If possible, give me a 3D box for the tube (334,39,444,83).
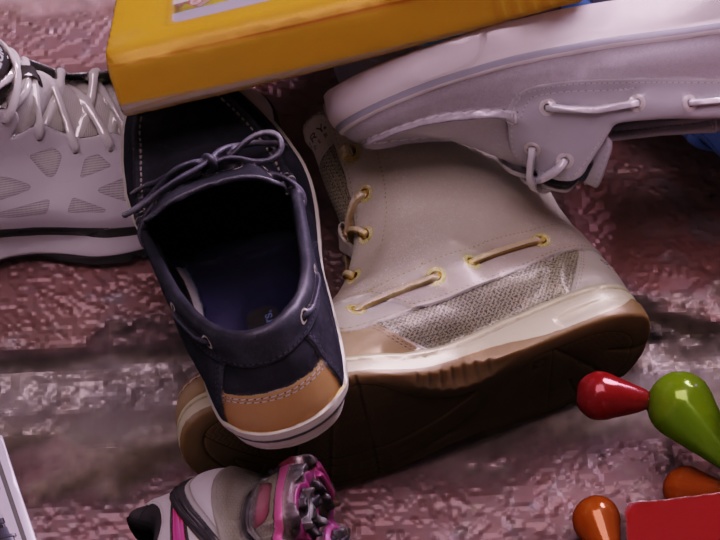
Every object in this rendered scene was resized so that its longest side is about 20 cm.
[{"bbox_3d":[0.032,-0.158,1.214,0.077,0.051,0.201,13,49,2],"label":"tube"}]

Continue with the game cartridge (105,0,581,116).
[{"bbox_3d":[-0.004,-0.128,1.096,0.198,0.033,0.177,-15,22,4],"label":"game cartridge"}]

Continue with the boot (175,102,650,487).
[{"bbox_3d":[0.000,0.000,1.076,0.199,0.072,0.155,-15,55,-16],"label":"boot"}]

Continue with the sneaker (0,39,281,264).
[{"bbox_3d":[-0.131,-0.062,1.098,0.199,0.116,0.076,-13,53,-9],"label":"sneaker"}]

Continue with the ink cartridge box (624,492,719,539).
[{"bbox_3d":[0.173,0.166,0.872,0.160,0.201,0.050,-7,25,-3],"label":"ink cartridge box"}]

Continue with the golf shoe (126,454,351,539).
[{"bbox_3d":[-0.054,0.162,0.963,0.091,0.073,0.201,-12,45,17],"label":"golf shoe"}]

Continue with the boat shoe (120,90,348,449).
[{"bbox_3d":[-0.052,-0.020,1.016,0.074,0.062,0.201,-19,45,-1],"label":"boat shoe"}]

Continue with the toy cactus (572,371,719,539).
[{"bbox_3d":[0.161,0.117,0.980,0.164,0.103,0.201,0,44,-11],"label":"toy cactus"}]

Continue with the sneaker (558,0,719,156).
[{"bbox_3d":[0.137,-0.087,1.153,0.078,0.066,0.201,-39,65,11],"label":"sneaker"}]

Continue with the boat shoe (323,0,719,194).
[{"bbox_3d":[0.087,-0.067,1.061,0.198,0.072,0.069,-11,85,-9],"label":"boat shoe"}]

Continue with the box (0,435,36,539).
[{"bbox_3d":[-0.121,0.174,0.920,0.060,0.117,0.201,-17,55,-11],"label":"box"}]
